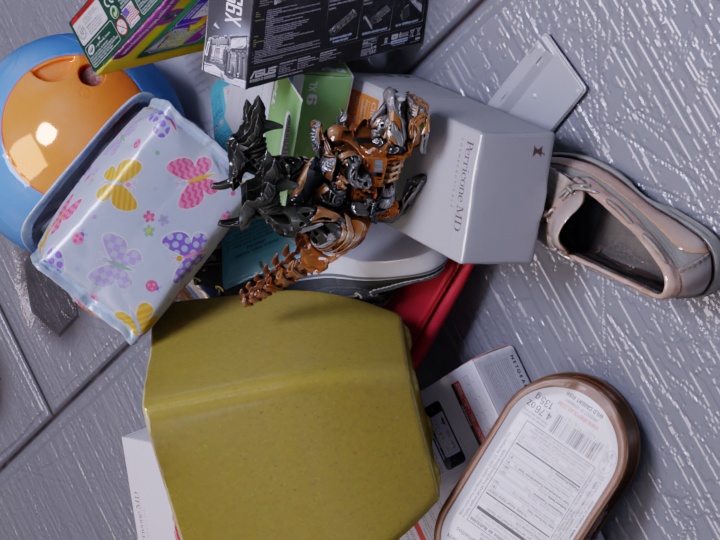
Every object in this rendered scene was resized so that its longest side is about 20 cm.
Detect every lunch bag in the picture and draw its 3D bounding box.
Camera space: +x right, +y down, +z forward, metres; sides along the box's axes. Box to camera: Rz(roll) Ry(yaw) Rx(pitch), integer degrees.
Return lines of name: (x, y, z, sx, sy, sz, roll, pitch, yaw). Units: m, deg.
lunch bag: (-0.181, -0.047, 1.626, 0.127, 0.170, 0.200, 39, 179, -11)

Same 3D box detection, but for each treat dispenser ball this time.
treat dispenser ball: (-0.250, -0.109, 1.795, 0.200, 0.200, 0.202, 19, 117, 43)

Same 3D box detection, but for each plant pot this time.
plant pot: (-0.046, 0.126, 1.581, 0.196, 0.199, 0.195, -98, -6, -68)

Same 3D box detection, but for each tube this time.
tube: (-0.091, -0.079, 1.704, 0.077, 0.050, 0.201, -26, 50, 21)

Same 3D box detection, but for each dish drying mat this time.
dish drying mat: (0.035, 0.034, 1.650, 0.077, 0.018, 0.201, 52, 127, 37)

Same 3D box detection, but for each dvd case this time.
dvd case: (-0.163, -0.169, 1.843, 0.142, 0.017, 0.201, -23, 86, 48)

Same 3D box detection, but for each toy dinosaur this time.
toy dinosaur: (-0.030, -0.051, 1.482, 0.201, 0.135, 0.102, -64, 29, 6)

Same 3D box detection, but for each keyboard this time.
keyboard: (0.108, -0.099, 1.576, 0.056, 0.011, 0.200, 52, 136, 14)

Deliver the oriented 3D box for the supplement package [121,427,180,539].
supplement package: (-0.104, 0.202, 1.832, 0.199, 0.119, 0.122, 6, 109, 47)

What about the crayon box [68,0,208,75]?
crayon box: (-0.116, -0.243, 1.646, 0.200, 0.172, 0.059, -37, 78, 47)

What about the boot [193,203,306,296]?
boot: (-0.107, 0.028, 1.754, 0.202, 0.073, 0.155, -15, 98, 10)

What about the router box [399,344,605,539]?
router box: (0.097, 0.186, 1.657, 0.179, 0.049, 0.201, -35, 77, 48)

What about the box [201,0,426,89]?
box: (-0.026, -0.234, 1.529, 0.050, 0.199, 0.159, 27, 123, 36)

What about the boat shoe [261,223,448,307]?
boat shoe: (0.000, 0.000, 1.642, 0.199, 0.069, 0.057, -2, 120, 45)

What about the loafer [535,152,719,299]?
loafer: (0.173, -0.033, 1.484, 0.199, 0.063, 0.072, 29, 124, 39)

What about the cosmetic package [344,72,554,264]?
cosmetic package: (0.056, -0.081, 1.551, 0.200, 0.071, 0.102, 29, 115, 53)

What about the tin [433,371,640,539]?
tin: (0.132, 0.171, 1.556, 0.112, 0.042, 0.201, 35, 102, 21)

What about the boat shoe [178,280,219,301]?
boat shoe: (-0.113, 0.041, 1.832, 0.201, 0.072, 0.072, 59, 158, 6)

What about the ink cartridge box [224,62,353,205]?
ink cartridge box: (-0.052, -0.126, 1.607, 0.200, 0.059, 0.104, -120, 37, -58)
